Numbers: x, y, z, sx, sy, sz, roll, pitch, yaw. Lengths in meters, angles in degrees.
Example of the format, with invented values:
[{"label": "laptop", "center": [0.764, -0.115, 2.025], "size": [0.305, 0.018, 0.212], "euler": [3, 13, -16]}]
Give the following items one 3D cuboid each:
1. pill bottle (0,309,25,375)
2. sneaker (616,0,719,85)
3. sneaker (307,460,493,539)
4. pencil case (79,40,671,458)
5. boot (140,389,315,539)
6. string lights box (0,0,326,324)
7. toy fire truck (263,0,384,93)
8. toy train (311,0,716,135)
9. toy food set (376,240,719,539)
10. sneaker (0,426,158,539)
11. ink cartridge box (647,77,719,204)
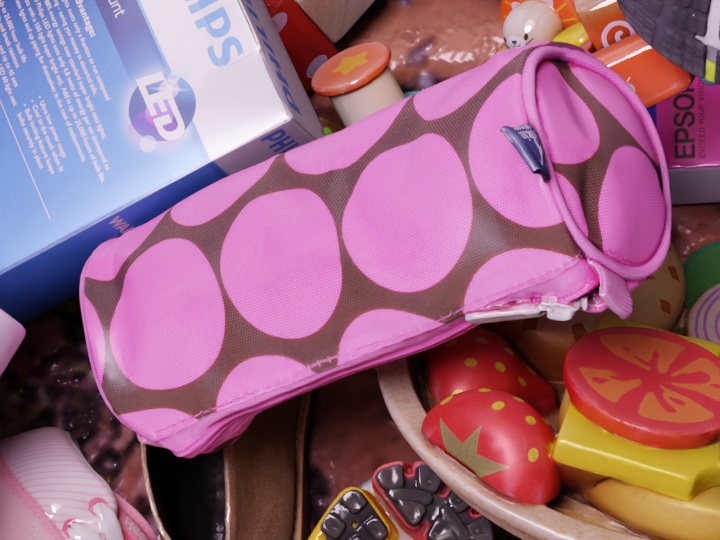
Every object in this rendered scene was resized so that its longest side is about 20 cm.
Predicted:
[{"label": "pill bottle", "center": [-0.196, 0.082, 0.716], "size": [0.111, 0.111, 0.200], "euler": [28, 80, 22]}, {"label": "sneaker", "center": [0.172, -0.112, 0.724], "size": [0.199, 0.074, 0.081], "euler": [-9, 38, -14]}, {"label": "sneaker", "center": [-0.015, 0.158, 0.773], "size": [0.078, 0.082, 0.200], "euler": [34, 91, 2]}, {"label": "pencil case", "center": [0.000, 0.000, 0.719], "size": [0.200, 0.091, 0.094], "euler": [-24, 65, 33]}, {"label": "boot", "center": [-0.054, 0.028, 0.834], "size": [0.073, 0.076, 0.201], "euler": [-10, 63, 9]}, {"label": "string lights box", "center": [-0.122, -0.044, 0.804], "size": [0.199, 0.059, 0.103], "euler": [-27, 72, 9]}, {"label": "toy fire truck", "center": [-0.116, -0.116, 0.896], "size": [0.176, 0.129, 0.200], "euler": [42, 91, 24]}, {"label": "toy train", "center": [0.041, -0.066, 0.807], "size": [0.199, 0.150, 0.056], "euler": [-23, 103, 23]}, {"label": "toy food set", "center": [0.104, 0.036, 0.763], "size": [0.197, 0.049, 0.200], "euler": [15, 31, 8]}, {"label": "sneaker", "center": [-0.118, 0.130, 0.779], "size": [0.104, 0.076, 0.200], "euler": [-19, 40, -2]}, {"label": "ink cartridge box", "center": [0.169, -0.076, 0.859], "size": [0.199, 0.037, 0.095], "euler": [-3, 65, 12]}]
